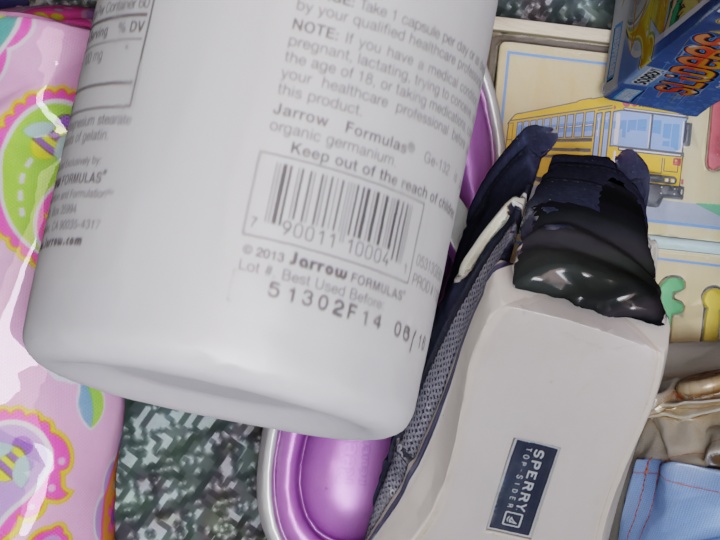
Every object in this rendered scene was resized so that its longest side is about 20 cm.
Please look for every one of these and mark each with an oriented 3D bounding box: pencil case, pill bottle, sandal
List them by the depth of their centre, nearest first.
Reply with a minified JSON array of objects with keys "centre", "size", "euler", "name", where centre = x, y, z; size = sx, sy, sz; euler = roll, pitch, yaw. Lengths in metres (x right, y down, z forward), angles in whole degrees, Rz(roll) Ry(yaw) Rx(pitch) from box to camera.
[{"centre":[-0.021,-0.060,0.792],"size":[0.114,0.114,0.201],"euler":[13,81,-6],"name":"pill bottle"},{"centre":[-0.105,0.014,0.855],"size":[0.087,0.087,0.201],"euler":[8,89,-6],"name":"pencil case"},{"centre":[0.008,0.000,0.861],"size":[0.082,0.050,0.204],"euler":[0,91,-6],"name":"sandal"}]

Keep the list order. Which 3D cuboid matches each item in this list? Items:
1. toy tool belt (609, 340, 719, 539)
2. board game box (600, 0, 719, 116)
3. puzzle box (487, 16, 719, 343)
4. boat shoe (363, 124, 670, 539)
[{"centre":[0.126,0.124,0.846],"size":[0.124,0.123,0.201],"euler":[-6,100,1],"name":"toy tool belt"},{"centre":[0.120,-0.159,0.847],"size":[0.034,0.135,0.201],"euler":[10,79,-10],"name":"board game box"},{"centre":[0.084,-0.012,0.908],"size":[0.199,0.025,0.134],"euler":[6,88,-6],"name":"puzzle box"},{"centre":[0.044,0.051,0.828],"size":[0.074,0.093,0.200],"euler":[17,128,-7],"name":"boat shoe"}]
